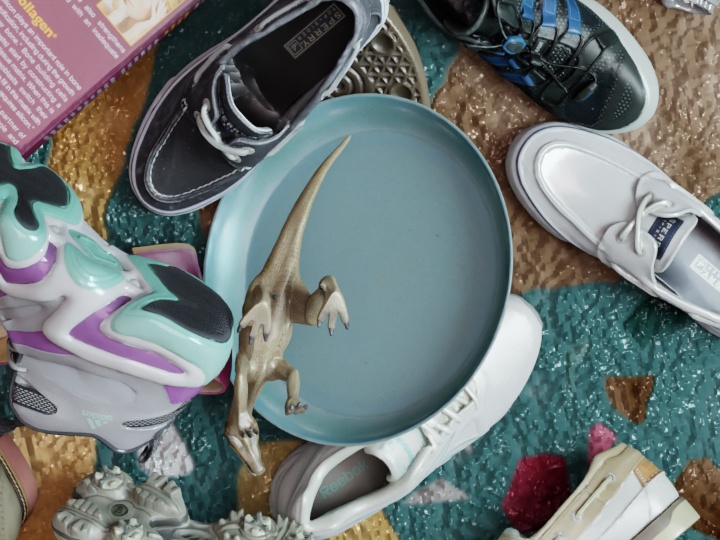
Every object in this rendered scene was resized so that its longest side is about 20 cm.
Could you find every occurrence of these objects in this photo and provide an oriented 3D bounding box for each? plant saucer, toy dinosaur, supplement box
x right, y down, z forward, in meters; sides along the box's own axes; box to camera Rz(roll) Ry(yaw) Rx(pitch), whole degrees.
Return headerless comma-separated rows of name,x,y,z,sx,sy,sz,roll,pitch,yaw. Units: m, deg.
plant saucer,0.000,0.000,1.046,0.199,0.027,0.201,-4,81,27
toy dinosaur,-0.047,0.018,1.005,0.058,0.101,0.201,15,94,-18
supplement box,-0.181,-0.143,1.030,0.200,0.086,0.110,-41,98,-3

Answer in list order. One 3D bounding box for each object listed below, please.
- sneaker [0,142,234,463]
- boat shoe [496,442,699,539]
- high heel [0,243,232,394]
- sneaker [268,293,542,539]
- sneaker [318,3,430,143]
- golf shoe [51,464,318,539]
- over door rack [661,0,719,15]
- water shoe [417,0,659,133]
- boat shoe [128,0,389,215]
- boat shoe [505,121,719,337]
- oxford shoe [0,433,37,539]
sneaker,-0.179,0.029,0.978,0.200,0.078,0.140,37,117,5
boat shoe,0.105,0.185,1.099,0.200,0.075,0.068,-39,77,-2
high heel,-0.174,0.047,1.038,0.199,0.068,0.096,-9,54,-16
sneaker,0.034,0.092,1.075,0.200,0.080,0.070,-42,96,-5
sneaker,-0.011,-0.164,1.060,0.070,0.076,0.200,-16,121,24
golf shoe,-0.082,0.185,1.043,0.199,0.078,0.098,21,129,23
over door rack,0.166,-0.239,1.031,0.066,0.200,0.149,17,92,29
water shoe,0.083,-0.140,1.060,0.200,0.079,0.072,40,126,-1
boat shoe,-0.064,-0.093,1.020,0.200,0.068,0.072,-38,103,26
boat shoe,0.178,-0.025,1.092,0.199,0.065,0.074,30,90,-8
oxford shoe,-0.246,0.087,1.007,0.070,0.075,0.200,-21,119,22
